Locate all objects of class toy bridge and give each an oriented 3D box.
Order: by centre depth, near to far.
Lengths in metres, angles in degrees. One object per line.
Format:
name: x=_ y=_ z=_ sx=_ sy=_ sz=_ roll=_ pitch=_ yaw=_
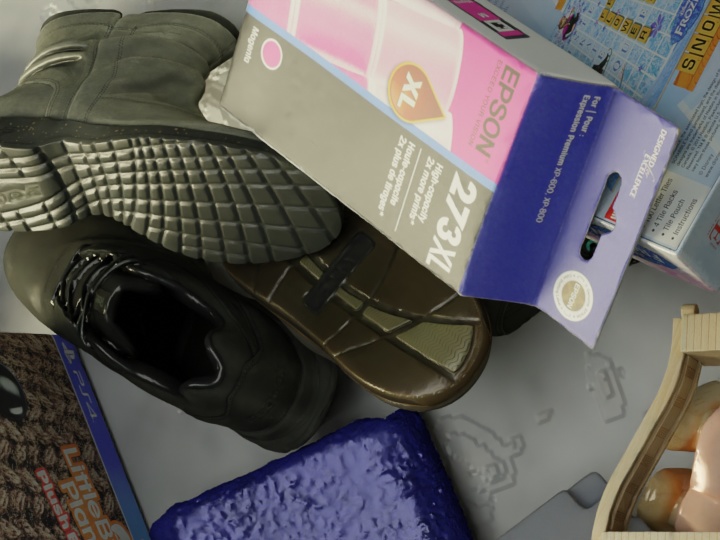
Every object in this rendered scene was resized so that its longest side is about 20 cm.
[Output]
toy bridge: x=0.123 y=0.110 z=0.781 sx=0.067 sy=0.027 sz=0.201 roll=-5 pitch=71 yaw=32

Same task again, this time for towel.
towel: x=0.000 y=0.178 z=0.903 sx=0.147 sy=0.050 sz=0.201 roll=-25 pitch=77 yaw=15

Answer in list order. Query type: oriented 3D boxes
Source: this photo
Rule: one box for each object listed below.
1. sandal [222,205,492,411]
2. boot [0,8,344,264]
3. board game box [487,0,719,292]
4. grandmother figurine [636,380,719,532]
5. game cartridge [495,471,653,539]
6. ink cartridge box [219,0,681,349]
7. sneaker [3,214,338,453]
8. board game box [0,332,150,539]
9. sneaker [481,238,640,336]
sandal: x=0.000 y=0.000 z=0.885 sx=0.082 sy=0.055 sz=0.200 roll=-48 pitch=45 yaw=0
boot: x=-0.083 y=-0.075 z=0.911 sx=0.199 sy=0.131 sz=0.068 roll=7 pitch=135 yaw=23
board game box: x=0.105 y=-0.116 z=0.808 sx=0.199 sy=0.041 sz=0.201 roll=27 pitch=83 yaw=40
grandmother figurine: x=0.205 y=0.108 z=0.779 sx=0.200 sy=0.060 sz=0.122 roll=28 pitch=119 yaw=37
game cartridge: x=0.104 y=0.192 z=0.792 sx=0.133 sy=0.041 sz=0.200 roll=-33 pitch=66 yaw=-15
ink cartridge box: x=0.027 y=-0.060 z=0.777 sx=0.200 sy=0.037 sz=0.095 roll=37 pitch=121 yaw=33
sneaker: x=-0.102 y=0.014 z=0.920 sx=0.199 sy=0.091 sz=0.076 roll=23 pitch=90 yaw=37
board game box: x=-0.191 y=0.118 z=0.906 sx=0.097 sy=0.200 sz=0.160 roll=-28 pitch=77 yaw=20
sneaker: x=0.121 y=-0.036 z=0.839 sx=0.200 sy=0.075 sz=0.079 roll=-46 pitch=73 yaw=16
